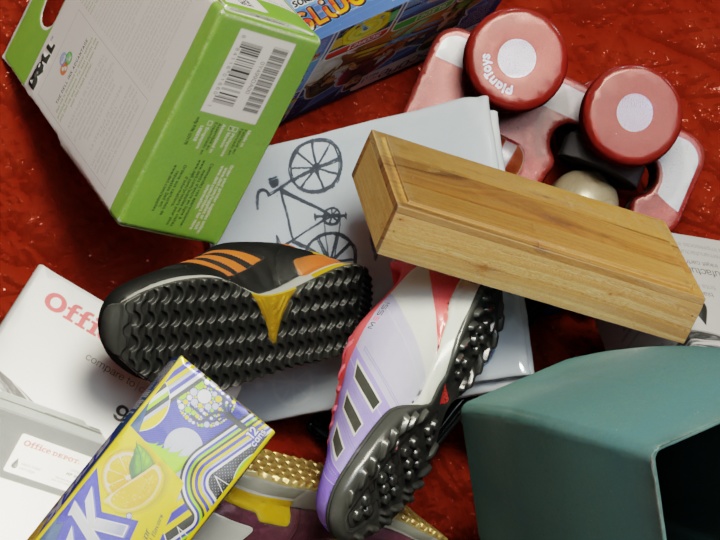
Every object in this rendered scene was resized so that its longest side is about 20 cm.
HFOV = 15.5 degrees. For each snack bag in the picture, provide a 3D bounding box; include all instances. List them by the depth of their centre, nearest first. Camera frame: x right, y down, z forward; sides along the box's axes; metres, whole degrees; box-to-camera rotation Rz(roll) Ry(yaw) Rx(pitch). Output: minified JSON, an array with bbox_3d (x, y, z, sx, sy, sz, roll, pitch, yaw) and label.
[{"bbox_3d":[0.000,0.000,1.636,0.199,0.021,0.190,-12,72,10],"label":"snack bag"}]

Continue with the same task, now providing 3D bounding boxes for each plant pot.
[{"bbox_3d":[0.154,0.122,1.482,0.141,0.200,0.142,-21,111,-33],"label":"plant pot"}]

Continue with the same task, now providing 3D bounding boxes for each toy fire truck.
[{"bbox_3d":[0.111,-0.065,1.709,0.199,0.112,0.169,25,86,-5],"label":"toy fire truck"}]

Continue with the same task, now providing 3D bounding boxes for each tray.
[{"bbox_3d":[0.099,-0.021,1.564,0.199,0.037,0.099,15,25,-18],"label":"tray"}]

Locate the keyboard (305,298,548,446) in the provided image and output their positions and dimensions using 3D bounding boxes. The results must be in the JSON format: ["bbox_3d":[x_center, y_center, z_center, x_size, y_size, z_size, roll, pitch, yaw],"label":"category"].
[{"bbox_3d":[0.049,0.038,1.651,0.104,0.040,0.200,35,80,24],"label":"keyboard"}]

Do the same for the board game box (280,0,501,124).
[{"bbox_3d":[0.008,-0.156,1.687,0.199,0.135,0.035,-26,77,-26],"label":"board game box"}]

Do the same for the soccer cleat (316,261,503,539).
[{"bbox_3d":[0.014,0.073,1.533,0.073,0.068,0.200,15,52,23],"label":"soccer cleat"}]

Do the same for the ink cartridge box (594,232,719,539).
[{"bbox_3d":[0.246,0.083,1.643,0.146,0.086,0.201,8,44,-28],"label":"ink cartridge box"}]

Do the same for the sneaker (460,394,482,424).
[{"bbox_3d":[0.124,0.157,1.621,0.200,0.075,0.115,38,59,-3],"label":"sneaker"}]

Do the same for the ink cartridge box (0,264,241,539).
[{"bbox_3d":[-0.180,0.120,1.535,0.144,0.084,0.201,31,61,-4],"label":"ink cartridge box"}]

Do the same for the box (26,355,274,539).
[{"bbox_3d":[-0.136,0.145,1.434,0.070,0.064,0.200,39,82,-3],"label":"box"}]

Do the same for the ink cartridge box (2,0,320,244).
[{"bbox_3d":[-0.125,-0.134,1.604,0.075,0.148,0.200,13,25,-37],"label":"ink cartridge box"}]

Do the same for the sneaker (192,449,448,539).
[{"bbox_3d":[-0.034,0.163,1.560,0.199,0.075,0.090,22,97,-40],"label":"sneaker"}]

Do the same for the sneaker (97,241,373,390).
[{"bbox_3d":[-0.088,0.022,1.549,0.199,0.090,0.070,-7,110,-44],"label":"sneaker"}]
